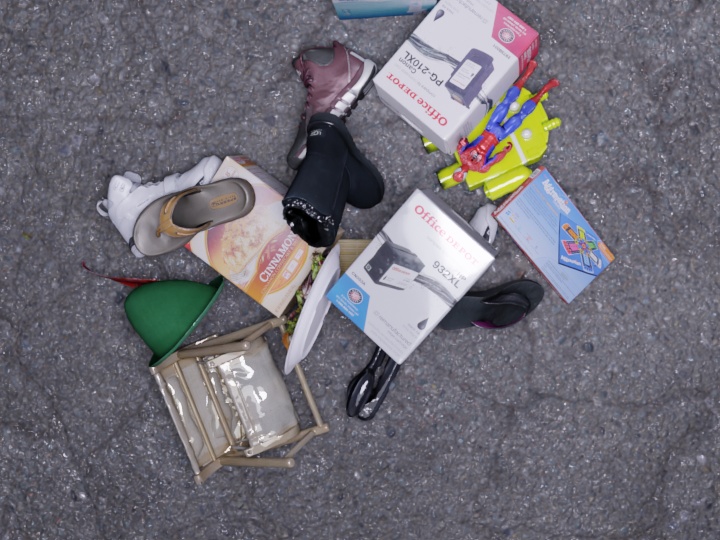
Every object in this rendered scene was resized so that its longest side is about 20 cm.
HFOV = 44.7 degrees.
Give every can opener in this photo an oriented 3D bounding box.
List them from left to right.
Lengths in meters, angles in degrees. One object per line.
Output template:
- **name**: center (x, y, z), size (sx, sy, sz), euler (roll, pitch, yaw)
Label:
- **can opener**: center (0.039, 0.143, 1.364), size (0.063, 0.079, 0.201), euler (30, 86, -10)

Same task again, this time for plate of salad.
- **plate of salad**: center (-0.077, 0.052, 1.255), size (0.048, 0.200, 0.201), euler (22, 99, 6)

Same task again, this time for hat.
- **hat**: center (-0.328, 0.030, 1.291), size (0.176, 0.166, 0.200), euler (41, 122, -14)

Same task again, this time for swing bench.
- **swing bench**: center (-0.186, 0.198, 1.340), size (0.199, 0.130, 0.200), euler (-16, 99, 29)

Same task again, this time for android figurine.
- **android figurine**: center (0.196, -0.200, 1.301), size (0.199, 0.041, 0.183), euler (-22, 81, 8)

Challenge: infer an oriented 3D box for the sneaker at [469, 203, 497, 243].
- **sneaker**: center (0.121, -0.027, 1.319), size (0.115, 0.075, 0.201), euler (28, 100, -3)

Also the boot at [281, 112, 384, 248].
- **boot**: center (-0.039, -0.100, 1.243), size (0.076, 0.200, 0.169), euler (0, 58, 26)

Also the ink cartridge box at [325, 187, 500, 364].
- **ink cartridge box**: center (0.073, 0.005, 1.216), size (0.145, 0.084, 0.200), euler (42, 103, 6)

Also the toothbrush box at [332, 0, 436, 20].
- **toothbrush box**: center (0.033, -0.408, 1.211), size (0.145, 0.200, 0.086), euler (-3, 99, 3)

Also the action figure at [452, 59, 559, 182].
- **action figure**: center (0.198, -0.204, 1.230), size (0.065, 0.099, 0.200), euler (39, 96, -1)

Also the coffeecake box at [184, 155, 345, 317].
- **coffeecake box**: center (-0.151, -0.054, 1.315), size (0.200, 0.073, 0.154), euler (36, 104, 6)

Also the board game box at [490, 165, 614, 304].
- **board game box**: center (0.289, -0.050, 1.303), size (0.103, 0.019, 0.200), euler (-44, 116, 1)

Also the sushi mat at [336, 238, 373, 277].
- **sushi mat**: center (0.000, 0.000, 1.319), size (0.199, 0.012, 0.096), euler (1, 102, 34)

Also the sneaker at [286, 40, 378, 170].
- **sneaker**: center (-0.073, -0.256, 1.310), size (0.115, 0.076, 0.200), euler (38, 89, 3)

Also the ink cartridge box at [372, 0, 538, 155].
- **ink cartridge box**: center (0.137, -0.292, 1.257), size (0.145, 0.084, 0.200), euler (41, 92, 12)

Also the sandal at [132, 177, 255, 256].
- **sandal**: center (-0.247, -0.078, 1.266), size (0.199, 0.055, 0.082), euler (-17, 97, 13)

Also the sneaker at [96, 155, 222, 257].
- **sneaker**: center (-0.308, -0.124, 1.329), size (0.115, 0.075, 0.200), euler (44, 101, -7)

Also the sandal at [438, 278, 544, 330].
- **sandal**: center (0.201, 0.062, 1.307), size (0.199, 0.048, 0.076), euler (-9, 125, -29)
